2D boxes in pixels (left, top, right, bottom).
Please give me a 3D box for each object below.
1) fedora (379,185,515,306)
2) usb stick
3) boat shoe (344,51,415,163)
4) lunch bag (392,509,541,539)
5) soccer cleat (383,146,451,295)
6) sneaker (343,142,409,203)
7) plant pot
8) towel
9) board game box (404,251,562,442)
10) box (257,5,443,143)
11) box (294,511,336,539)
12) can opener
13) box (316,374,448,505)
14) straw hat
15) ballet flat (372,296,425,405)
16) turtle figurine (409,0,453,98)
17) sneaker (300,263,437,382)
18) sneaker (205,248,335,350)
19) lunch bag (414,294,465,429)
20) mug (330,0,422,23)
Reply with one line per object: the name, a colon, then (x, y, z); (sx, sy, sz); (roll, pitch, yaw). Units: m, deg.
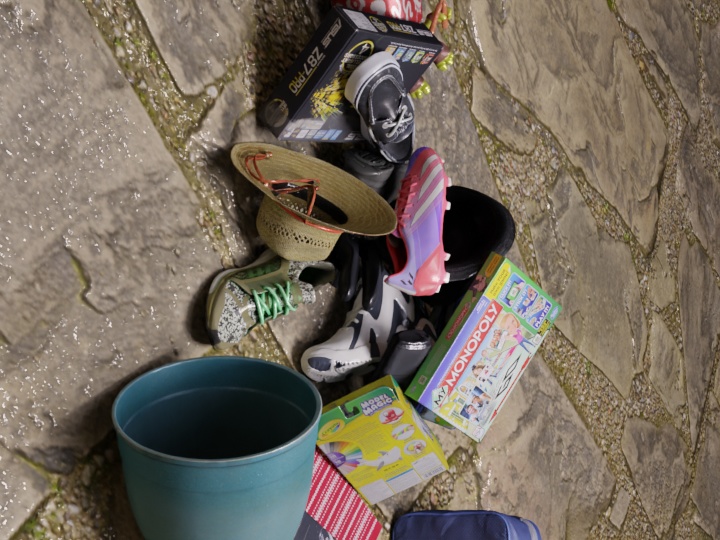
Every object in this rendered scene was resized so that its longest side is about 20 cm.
fedora: (0.107, -0.022, 1.585); (0.201, 0.199, 0.092); (-52, 147, -44)
usb stick: (0.030, 0.148, 1.512); (0.055, 0.033, 0.201); (-5, 136, -33)
boat shoe: (0.032, -0.181, 1.439); (0.072, 0.068, 0.200); (-37, 161, -9)
lunch bag: (0.154, 0.392, 1.664); (0.132, 0.199, 0.137); (25, 64, -58)
soccer cleat: (0.064, -0.064, 1.479); (0.076, 0.067, 0.202); (9, 62, -19)
sneaker: (0.016, -0.111, 1.567); (0.200, 0.076, 0.091); (-23, 136, -64)
plant pot: (-0.136, 0.213, 1.217); (0.200, 0.199, 0.190); (-34, 131, -53)
towel: (-0.045, 0.319, 1.510); (0.201, 0.022, 0.145); (58, 46, -38)
board game box: (0.152, 0.096, 1.515); (0.134, 0.029, 0.201); (36, 84, -41)
box: (-0.009, -0.223, 1.449); (0.049, 0.161, 0.199); (51, 26, 19)
box: (-0.092, 0.380, 1.342); (0.182, 0.103, 0.201); (50, 53, -41)
can opener: (0.000, 0.000, 1.448); (0.200, 0.063, 0.079); (-106, -152, -70)
box: (0.018, 0.202, 1.505); (0.200, 0.117, 0.049); (56, 10, -49)
straw hat: (-0.066, -0.058, 1.379); (0.201, 0.201, 0.086); (-10, 132, -57)
ballet flat: (0.045, 0.114, 1.625); (0.072, 0.072, 0.202); (25, 69, -55)
turtle figurine: (0.059, -0.259, 1.603); (0.201, 0.064, 0.161); (-62, 167, 11)
sneaker: (-0.003, 0.057, 1.533); (0.198, 0.079, 0.130); (-11, 72, -31)
sneaker: (-0.096, 0.024, 1.361); (0.200, 0.088, 0.077); (-42, 125, -50)
lunch bag: (0.130, 0.093, 1.650); (0.161, 0.082, 0.201); (116, -8, -53)
mug: (0.025, -0.398, 1.502); (0.177, 0.133, 0.202); (-26, 118, -31)
